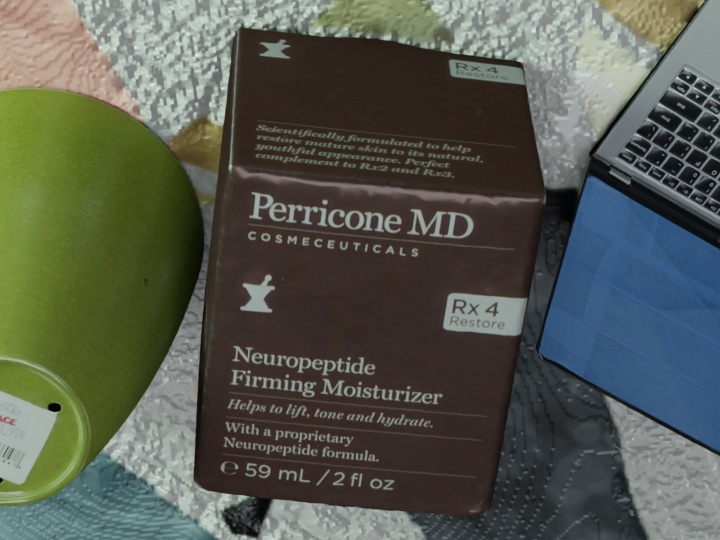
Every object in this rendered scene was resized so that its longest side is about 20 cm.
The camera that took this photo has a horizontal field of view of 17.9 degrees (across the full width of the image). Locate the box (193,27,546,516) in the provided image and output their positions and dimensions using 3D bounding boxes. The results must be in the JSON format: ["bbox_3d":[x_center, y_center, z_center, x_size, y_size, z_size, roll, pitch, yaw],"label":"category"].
[{"bbox_3d":[0.000,0.000,1.232,0.164,0.165,0.201,5,121,-4],"label":"box"}]

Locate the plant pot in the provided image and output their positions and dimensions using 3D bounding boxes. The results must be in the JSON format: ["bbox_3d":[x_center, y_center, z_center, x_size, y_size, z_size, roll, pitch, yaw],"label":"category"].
[{"bbox_3d":[-0.181,0.031,1.227,0.185,0.200,0.188,-1,121,-1],"label":"plant pot"}]

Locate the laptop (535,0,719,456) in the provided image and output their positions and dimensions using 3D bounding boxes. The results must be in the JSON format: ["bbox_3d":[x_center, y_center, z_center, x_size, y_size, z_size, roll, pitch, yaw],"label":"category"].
[{"bbox_3d":[0.222,-0.015,1.255,0.186,0.116,0.200,28,117,-17],"label":"laptop"}]
